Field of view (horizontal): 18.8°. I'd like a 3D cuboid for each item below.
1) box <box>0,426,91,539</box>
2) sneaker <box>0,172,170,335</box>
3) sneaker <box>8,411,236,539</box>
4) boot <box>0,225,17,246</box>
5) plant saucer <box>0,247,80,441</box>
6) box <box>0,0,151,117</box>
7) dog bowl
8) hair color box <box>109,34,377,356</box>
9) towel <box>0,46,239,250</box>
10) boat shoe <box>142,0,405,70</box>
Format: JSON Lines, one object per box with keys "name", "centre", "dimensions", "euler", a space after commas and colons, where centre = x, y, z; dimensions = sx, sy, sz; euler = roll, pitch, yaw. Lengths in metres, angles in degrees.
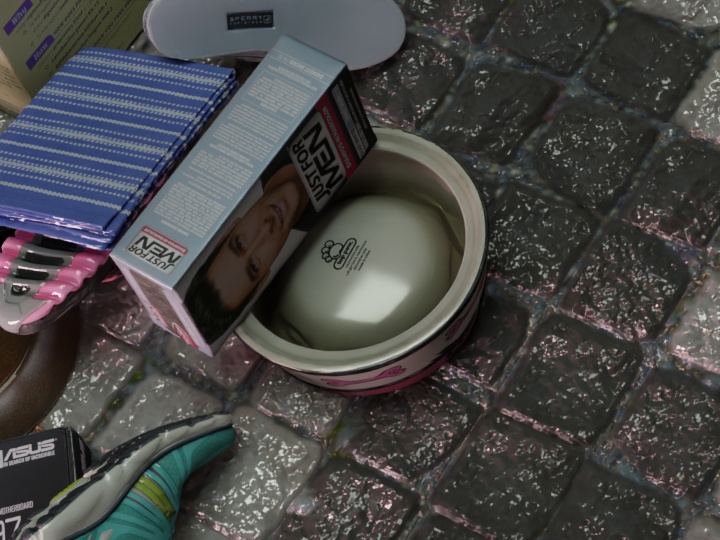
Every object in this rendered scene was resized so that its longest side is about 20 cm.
{"name": "box", "centre": [-0.282, 0.207, 1.512], "dimensions": [0.199, 0.044, 0.161], "euler": [-13, 58, 8]}
{"name": "sneaker", "centre": [-0.194, -0.015, 1.584], "dimensions": [0.079, 0.096, 0.200], "euler": [21, 54, 24]}
{"name": "sneaker", "centre": [-0.155, 0.164, 1.475], "dimensions": [0.200, 0.080, 0.077], "euler": [-39, 11, -37]}
{"name": "boot", "centre": [-0.299, 0.023, 1.569], "dimensions": [0.199, 0.073, 0.151], "euler": [-8, 72, -24]}
{"name": "plant saucer", "centre": [-0.307, 0.053, 1.620], "dimensions": [0.199, 0.032, 0.201], "euler": [-7, 58, 11]}
{"name": "box", "centre": [-0.252, -0.238, 1.675], "dimensions": [0.096, 0.200, 0.176], "euler": [26, 70, 27]}
{"name": "dog bowl", "centre": [0.000, 0.000, 1.538], "dimensions": [0.199, 0.074, 0.201], "euler": [-7, 59, 12]}
{"name": "hair color box", "centre": [-0.077, -0.052, 1.487], "dimensions": [0.061, 0.099, 0.200], "euler": [28, 71, 27]}
{"name": "towel", "centre": [-0.193, -0.092, 1.582], "dimensions": [0.144, 0.024, 0.200], "euler": [12, 45, 24]}
{"name": "boat shoe", "centre": [-0.070, -0.190, 1.669], "dimensions": [0.201, 0.075, 0.086], "euler": [-4, 12, -12]}
